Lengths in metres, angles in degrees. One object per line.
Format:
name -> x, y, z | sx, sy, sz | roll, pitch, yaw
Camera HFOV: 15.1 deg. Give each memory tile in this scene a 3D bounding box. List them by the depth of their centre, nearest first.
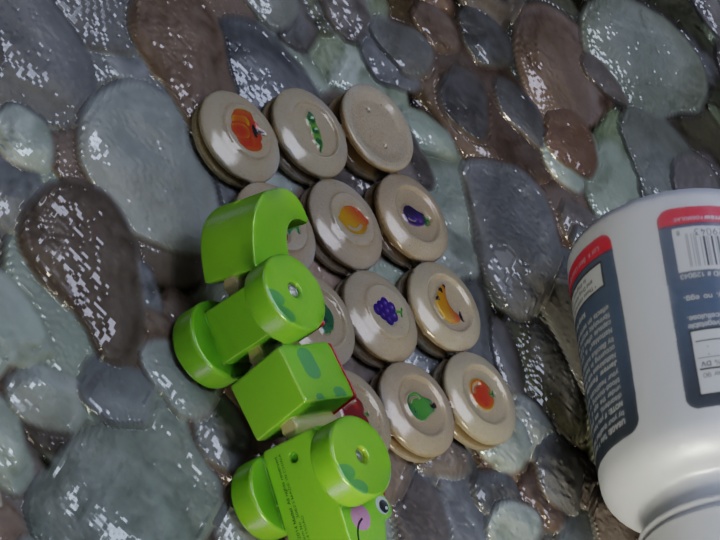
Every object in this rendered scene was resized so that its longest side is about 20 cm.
memory tile -> 0.000, 0.000, 1.331 | 0.153, 0.017, 0.201 | -3, 66, -50

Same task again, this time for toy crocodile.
toy crocodile -> -0.028, 0.059, 1.215 | 0.062, 0.067, 0.201 | -2, 65, -49

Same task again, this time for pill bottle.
pill bottle -> 0.175, 0.071, 1.391 | 0.119, 0.119, 0.201 | 22, 50, -37

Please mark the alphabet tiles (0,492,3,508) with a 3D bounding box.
alphabet tiles -> -0.226, 0.039, 1.056 | 0.199, 0.006, 0.168 | 11, 56, -44
